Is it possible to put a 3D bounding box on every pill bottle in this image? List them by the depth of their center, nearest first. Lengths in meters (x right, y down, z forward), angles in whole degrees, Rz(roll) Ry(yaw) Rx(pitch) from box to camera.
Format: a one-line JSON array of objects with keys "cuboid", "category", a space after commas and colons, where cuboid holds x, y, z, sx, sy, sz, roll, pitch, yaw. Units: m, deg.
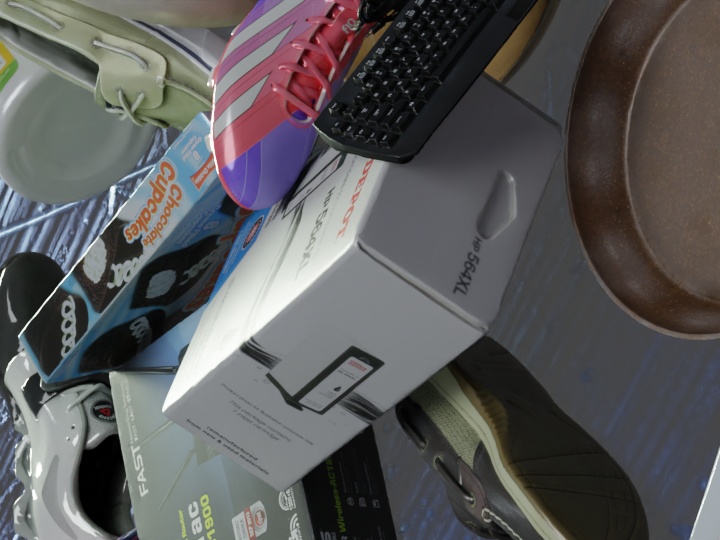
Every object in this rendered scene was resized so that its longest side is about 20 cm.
[{"cuboid": [-0.213, -0.138, 1.739, 0.200, 0.111, 0.111, 49, 120, 43], "category": "pill bottle"}]

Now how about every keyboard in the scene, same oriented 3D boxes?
[{"cuboid": [0.040, -0.139, 1.370, 0.104, 0.040, 0.200, 11, 56, 48], "category": "keyboard"}]

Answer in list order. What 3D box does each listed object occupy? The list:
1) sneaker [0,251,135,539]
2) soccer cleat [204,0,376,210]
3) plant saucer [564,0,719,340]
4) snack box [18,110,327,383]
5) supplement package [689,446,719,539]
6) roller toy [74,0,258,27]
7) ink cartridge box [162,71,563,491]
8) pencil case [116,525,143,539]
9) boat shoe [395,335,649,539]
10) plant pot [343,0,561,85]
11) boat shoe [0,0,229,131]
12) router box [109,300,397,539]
[{"cuboid": [-0.167, 0.080, 1.679, 0.088, 0.074, 0.201, -21, 77, 46], "category": "sneaker"}, {"cuboid": [-0.022, -0.124, 1.465, 0.076, 0.067, 0.201, -7, 54, 44], "category": "soccer cleat"}, {"cuboid": [0.176, -0.066, 1.320, 0.200, 0.034, 0.202, -13, 73, 48], "category": "plant saucer"}, {"cuboid": [-0.094, -0.017, 1.567, 0.200, 0.116, 0.037, -48, 68, 34], "category": "snack box"}, {"cuboid": [0.264, 0.082, 1.096, 0.200, 0.150, 0.153, 29, 106, 48], "category": "supplement package"}, {"cuboid": [-0.113, -0.221, 1.564, 0.183, 0.199, 0.140, 54, 136, 50], "category": "roller toy"}, {"cuboid": [0.000, 0.000, 1.416, 0.200, 0.084, 0.146, -42, 20, 47], "category": "ink cartridge box"}, {"cuboid": [-0.169, 0.223, 1.643, 0.200, 0.087, 0.088, -35, 58, 42], "category": "pencil case"}, {"cuboid": [0.075, 0.102, 1.388, 0.201, 0.071, 0.066, 53, 128, 47], "category": "boat shoe"}, {"cuboid": [0.050, -0.175, 1.496, 0.200, 0.027, 0.201, -12, 74, 48], "category": "plant pot"}, {"cuboid": [-0.127, -0.114, 1.610, 0.199, 0.072, 0.062, 31, 68, 18], "category": "boat shoe"}, {"cuboid": [-0.059, 0.117, 1.546, 0.150, 0.062, 0.201, -36, 57, 42], "category": "router box"}]
